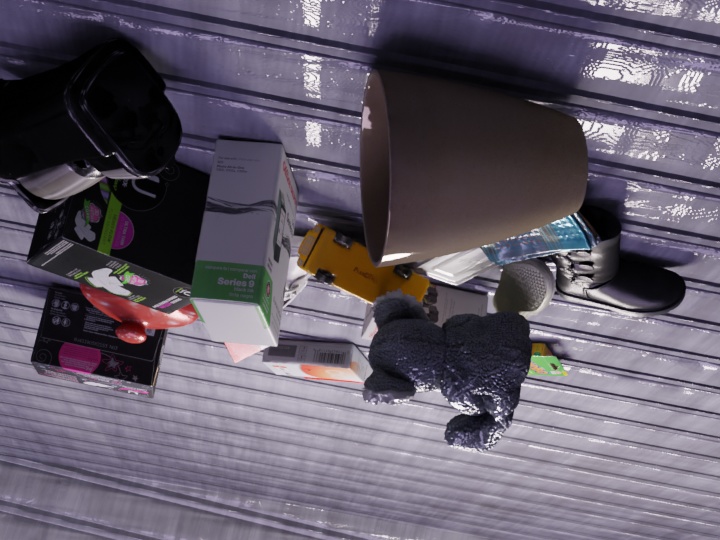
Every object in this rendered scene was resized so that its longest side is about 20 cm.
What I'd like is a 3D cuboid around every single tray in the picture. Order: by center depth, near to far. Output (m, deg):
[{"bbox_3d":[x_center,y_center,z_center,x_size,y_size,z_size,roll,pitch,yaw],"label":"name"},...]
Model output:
[{"bbox_3d":[0.135,-0.020,1.648,0.107,0.022,0.200,18,158,-22],"label":"tray"}]

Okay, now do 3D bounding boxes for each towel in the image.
[{"bbox_3d":[0.154,-0.080,1.414,0.146,0.022,0.200,-10,136,40],"label":"towel"}]

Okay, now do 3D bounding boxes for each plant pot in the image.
[{"bbox_3d":[0.110,-0.099,1.247,0.199,0.188,0.187,-1,161,-8],"label":"plant pot"}]

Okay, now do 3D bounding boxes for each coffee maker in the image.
[{"bbox_3d":[-0.312,-0.159,1.337,0.199,0.135,0.192,-12,149,44],"label":"coffee maker"}]

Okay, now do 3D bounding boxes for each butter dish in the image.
[{"bbox_3d":[-0.306,0.029,1.804,0.198,0.149,0.200,-2,156,27],"label":"butter dish"}]

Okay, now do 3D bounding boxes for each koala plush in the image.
[{"bbox_3d":[0.102,0.112,1.630,0.199,0.178,0.184,13,155,-5],"label":"koala plush"}]

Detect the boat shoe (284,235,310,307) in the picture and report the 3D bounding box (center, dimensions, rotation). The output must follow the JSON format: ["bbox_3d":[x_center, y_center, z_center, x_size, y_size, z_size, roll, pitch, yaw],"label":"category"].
[{"bbox_3d":[-0.102,0.009,1.765,0.072,0.069,0.200,17,158,-18],"label":"boat shoe"}]

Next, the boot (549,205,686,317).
[{"bbox_3d":[0.302,-0.017,1.532,0.164,0.066,0.200,2,154,15],"label":"boot"}]

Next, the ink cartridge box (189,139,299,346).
[{"bbox_3d":[-0.131,-0.031,1.493,0.084,0.201,0.146,4,159,7],"label":"ink cartridge box"}]

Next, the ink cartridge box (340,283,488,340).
[{"bbox_3d":[0.069,0.063,1.826,0.199,0.068,0.115,12,159,-5],"label":"ink cartridge box"}]

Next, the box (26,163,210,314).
[{"bbox_3d":[-0.277,-0.055,1.567,0.199,0.149,0.124,23,154,-29],"label":"box"}]

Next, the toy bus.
[{"bbox_3d":[0.000,0.000,1.676,0.199,0.065,0.078,26,-177,-37],"label":"toy bus"}]

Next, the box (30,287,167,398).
[{"bbox_3d":[-0.423,0.119,2.115,0.199,0.133,0.115,12,163,-5],"label":"box"}]

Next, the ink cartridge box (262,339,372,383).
[{"bbox_3d":[-0.061,0.175,2.209,0.161,0.050,0.200,3,155,20],"label":"ink cartridge box"}]

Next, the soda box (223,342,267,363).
[{"bbox_3d":[-0.182,0.035,1.771,0.070,0.064,0.200,-26,138,-5],"label":"soda box"}]

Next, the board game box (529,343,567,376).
[{"bbox_3d":[0.218,0.136,2.008,0.199,0.030,0.096,4,159,24],"label":"board game box"}]

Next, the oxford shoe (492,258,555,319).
[{"bbox_3d":[0.217,0.021,1.649,0.058,0.075,0.200,-28,168,-13],"label":"oxford shoe"}]
